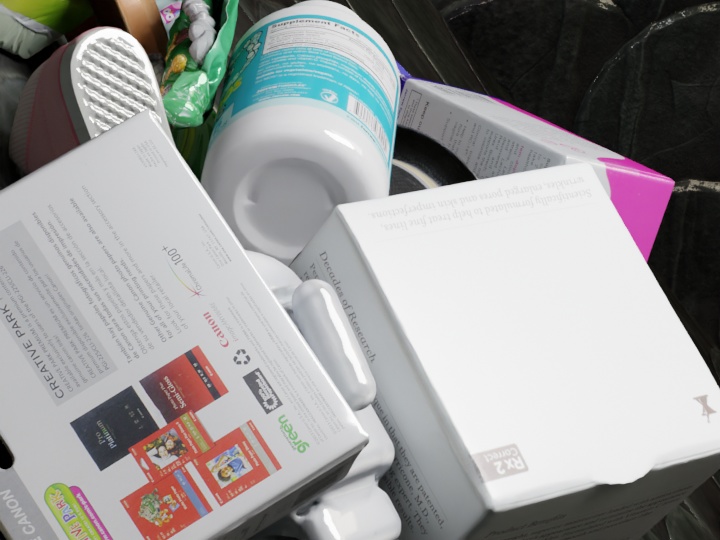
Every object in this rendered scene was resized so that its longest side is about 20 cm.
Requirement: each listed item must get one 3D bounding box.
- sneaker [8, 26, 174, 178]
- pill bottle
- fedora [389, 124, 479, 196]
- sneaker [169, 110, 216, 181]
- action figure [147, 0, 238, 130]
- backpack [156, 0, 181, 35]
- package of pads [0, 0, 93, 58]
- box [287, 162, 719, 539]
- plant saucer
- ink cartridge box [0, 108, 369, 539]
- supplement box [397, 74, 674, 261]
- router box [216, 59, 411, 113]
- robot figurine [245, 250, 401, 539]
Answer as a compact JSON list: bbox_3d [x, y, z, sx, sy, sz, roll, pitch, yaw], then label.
[{"bbox_3d":[-0.151,-0.039,1.513,0.105,0.075,0.201,-9,-85,58],"label":"sneaker"},{"bbox_3d":[-0.033,-0.089,1.548,0.111,0.111,0.200,49,24,-23],"label":"pill bottle"},{"bbox_3d":[0.000,0.000,1.638,0.201,0.200,0.092,57,16,16],"label":"fedora"},{"bbox_3d":[-0.134,-0.081,1.635,0.074,0.084,0.200,12,-26,32],"label":"sneaker"},{"bbox_3d":[-0.102,-0.145,1.576,0.055,0.118,0.200,17,32,-10],"label":"action figure"},{"bbox_3d":[-0.185,-0.251,1.869,0.200,0.126,0.167,37,23,-45],"label":"backpack"},{"bbox_3d":[-0.267,-0.228,1.621,0.155,0.068,0.200,59,12,17],"label":"package of pads"},{"bbox_3d":[0.075,0.064,1.454,0.198,0.131,0.200,-10,63,-38],"label":"box"},{"bbox_3d":[-0.170,-0.177,1.715,0.201,0.032,0.201,56,-17,28],"label":"plant saucer"},{"bbox_3d":[-0.126,0.054,1.244,0.200,0.175,0.084,56,-19,10],"label":"ink cartridge box"},{"bbox_3d":[0.103,-0.052,1.734,0.101,0.104,0.200,11,11,-36],"label":"supplement box"},{"bbox_3d":[-0.021,-0.071,1.862,0.200,0.179,0.049,41,17,-47],"label":"router box"},{"bbox_3d":[-0.057,0.073,1.359,0.113,0.170,0.200,-13,69,-54],"label":"robot figurine"}]
